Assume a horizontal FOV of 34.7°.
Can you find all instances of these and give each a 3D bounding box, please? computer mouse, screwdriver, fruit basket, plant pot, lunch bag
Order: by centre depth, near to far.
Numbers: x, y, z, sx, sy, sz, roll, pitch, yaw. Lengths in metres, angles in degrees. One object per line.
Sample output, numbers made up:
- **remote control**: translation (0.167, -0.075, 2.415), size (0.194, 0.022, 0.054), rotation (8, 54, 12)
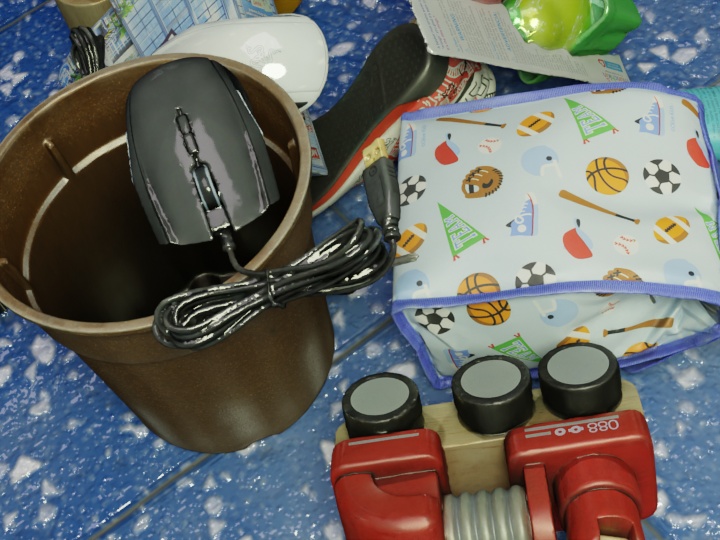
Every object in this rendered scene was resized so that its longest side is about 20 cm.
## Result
- **computer mouse**: translation (-0.057, -0.062, 0.607), size (0.140, 0.046, 0.200), rotation (-17, 53, 2)
- **plant pot**: translation (-0.106, 0.005, 0.722), size (0.200, 0.198, 0.201), rotation (-7, 54, 9)
- **screwdriver**: translation (0.000, 0.000, 0.723), size (0.029, 0.200, 0.028), rotation (-13, 90, -11)
- **lunch bag**: translation (0.131, -0.024, 0.737), size (0.199, 0.124, 0.170), rotation (-10, 55, 17)
- **computer mouse**: translation (-0.114, -0.128, 0.762), size (0.199, 0.044, 0.110), rotation (-9, 83, 29)
- **fruit basket**: translation (0.091, -0.207, 0.800), size (0.199, 0.094, 0.186), rotation (-3, 63, -34)

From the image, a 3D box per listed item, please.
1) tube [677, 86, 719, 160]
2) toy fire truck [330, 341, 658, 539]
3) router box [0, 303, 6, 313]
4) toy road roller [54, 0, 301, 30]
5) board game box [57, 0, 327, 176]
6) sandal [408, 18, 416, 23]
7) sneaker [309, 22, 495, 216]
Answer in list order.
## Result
- **tube**: translation (0.241, -0.104, 0.818), size (0.199, 0.050, 0.078), rotation (-4, 58, 4)
- **toy fire truck**: translation (0.078, 0.155, 0.614), size (0.175, 0.129, 0.200), rotation (-9, 31, 6)
- **router box**: translation (-0.385, 0.020, 0.865), size (0.200, 0.051, 0.149), rotation (-30, 53, -9)
- **toy road roller**: translation (-0.138, -0.216, 0.937), size (0.199, 0.123, 0.146), rotation (-23, 65, -5)
- **board game box**: translation (-0.120, -0.120, 0.826), size (0.200, 0.062, 0.200), rotation (-39, 69, 24)
- **sandal**: translation (0.093, -0.204, 0.918), size (0.070, 0.078, 0.212), rotation (35, 74, 5)
- **sneaker**: translation (0.011, -0.091, 0.846), size (0.201, 0.108, 0.067), rotation (-43, 61, 27)
